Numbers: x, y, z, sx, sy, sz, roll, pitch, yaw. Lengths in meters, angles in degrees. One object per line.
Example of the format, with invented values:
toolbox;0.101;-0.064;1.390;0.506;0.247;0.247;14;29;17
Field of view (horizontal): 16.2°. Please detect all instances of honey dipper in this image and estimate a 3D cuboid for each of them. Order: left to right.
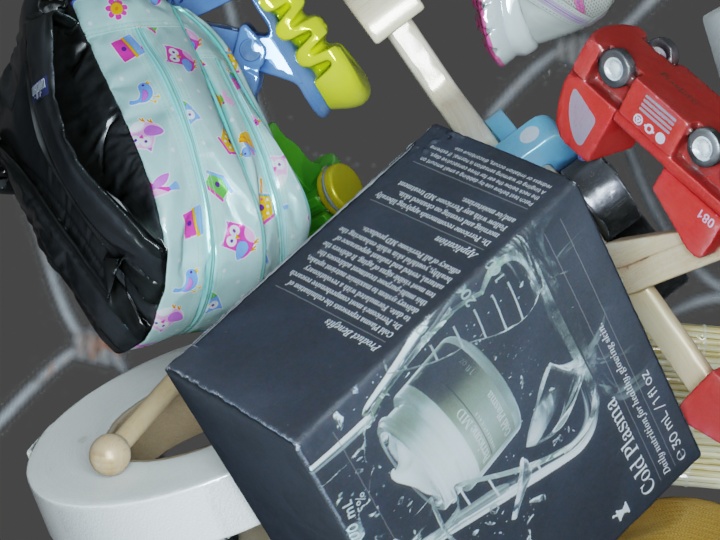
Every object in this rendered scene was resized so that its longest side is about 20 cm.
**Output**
honey dipper;-0.094;0.052;1.409;0.038;0.200;0.038;14;125;20

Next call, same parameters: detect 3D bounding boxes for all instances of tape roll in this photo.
tape roll;-0.087;0.093;1.402;0.202;0.203;0.037;-19;111;3

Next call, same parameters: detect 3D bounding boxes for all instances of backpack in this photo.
backpack;-0.119;-0.057;1.395;0.126;0.167;0.201;-16;59;-26

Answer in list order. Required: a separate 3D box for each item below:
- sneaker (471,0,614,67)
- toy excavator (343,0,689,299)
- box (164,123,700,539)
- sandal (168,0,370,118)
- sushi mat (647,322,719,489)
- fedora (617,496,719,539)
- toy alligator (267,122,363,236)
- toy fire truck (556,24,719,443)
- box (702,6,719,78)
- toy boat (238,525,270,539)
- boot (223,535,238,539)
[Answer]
sneaker;0.098;-0.222;1.448;0.088;0.081;0.201;-10;99;0
toy excavator;0.073;-0.064;1.446;0.100;0.200;0.195;-37;132;2
box;0.041;0.072;1.283;0.196;0.124;0.200;-42;127;-17
sandal;-0.084;-0.157;1.456;0.087;0.079;0.200;-37;89;7
sushi mat;0.195;0.079;1.483;0.199;0.012;0.096;5;93;2
fedora;0.180;0.184;1.434;0.199;0.201;0.082;4;56;2
toy alligator;0.000;0.000;1.469;0.059;0.054;0.201;-26;95;36
toy fire truck;0.169;-0.018;1.324;0.200;0.049;0.141;44;127;24
box;0.286;-0.070;1.428;0.124;0.097;0.201;-17;91;-2
toy boat;0.021;0.163;1.453;0.131;0.130;0.200;-37;91;-27
boot;-0.105;0.235;1.447;0.162;0.073;0.199;-41;84;25
